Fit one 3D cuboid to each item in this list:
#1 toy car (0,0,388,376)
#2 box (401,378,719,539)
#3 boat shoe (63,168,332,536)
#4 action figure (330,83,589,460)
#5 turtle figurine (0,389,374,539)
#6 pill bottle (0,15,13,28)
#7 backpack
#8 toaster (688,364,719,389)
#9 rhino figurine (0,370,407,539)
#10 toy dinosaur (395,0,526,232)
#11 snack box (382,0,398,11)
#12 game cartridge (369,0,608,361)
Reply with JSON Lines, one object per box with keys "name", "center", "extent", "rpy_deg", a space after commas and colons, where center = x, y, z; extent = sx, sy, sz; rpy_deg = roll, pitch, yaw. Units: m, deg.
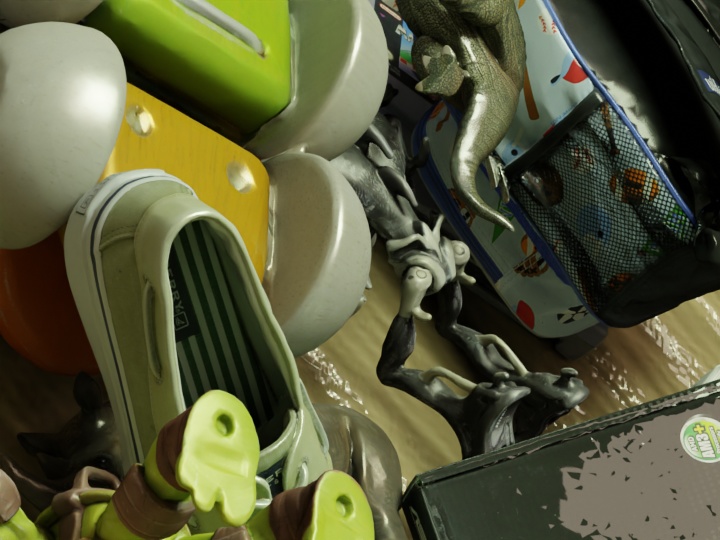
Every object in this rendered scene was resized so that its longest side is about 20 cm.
{"name": "toy car", "center": [-0.092, -0.053, 1.030], "extent": [0.175, 0.150, 0.201], "rpy_deg": [29, 53, -35]}
{"name": "box", "center": [0.137, 0.149, 1.067], "extent": [0.192, 0.048, 0.201], "rpy_deg": [-15, 75, -16]}
{"name": "boat shoe", "center": [-0.046, 0.062, 0.932], "extent": [0.072, 0.062, 0.201], "rpy_deg": [-30, 114, -18]}
{"name": "action figure", "center": [0.000, 0.000, 1.143], "extent": [0.200, 0.102, 0.119], "rpy_deg": [53, 36, 5]}
{"name": "turtle figurine", "center": [-0.069, 0.102, 0.897], "extent": [0.200, 0.161, 0.065], "rpy_deg": [48, 41, -18]}
{"name": "pill bottle", "center": [-0.126, -0.156, 1.141], "extent": [0.199, 0.116, 0.116], "rpy_deg": [30, 36, -26]}
{"name": "backpack", "center": [0.114, -0.073, 1.252], "extent": [0.191, 0.154, 0.200], "rpy_deg": [62, 27, 6]}
{"name": "toaster", "center": [0.154, 0.132, 1.177], "extent": [0.129, 0.114, 0.200], "rpy_deg": [45, 35, 3]}
{"name": "rhino figurine", "center": [-0.056, 0.083, 1.022], "extent": [0.199, 0.060, 0.088], "rpy_deg": [12, 51, -42]}
{"name": "toy dinosaur", "center": [0.039, -0.110, 1.153], "extent": [0.201, 0.077, 0.102], "rpy_deg": [57, 14, 18]}
{"name": "snack box", "center": [0.071, -0.196, 1.416], "extent": [0.199, 0.024, 0.072], "rpy_deg": [-25, 72, -24]}
{"name": "game cartridge", "center": [0.040, -0.056, 1.315], "extent": [0.200, 0.038, 0.130], "rpy_deg": [34, 38, -21]}
